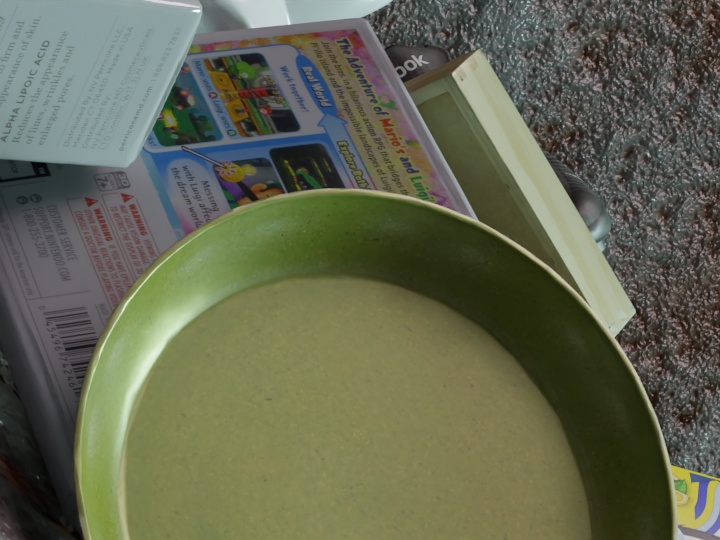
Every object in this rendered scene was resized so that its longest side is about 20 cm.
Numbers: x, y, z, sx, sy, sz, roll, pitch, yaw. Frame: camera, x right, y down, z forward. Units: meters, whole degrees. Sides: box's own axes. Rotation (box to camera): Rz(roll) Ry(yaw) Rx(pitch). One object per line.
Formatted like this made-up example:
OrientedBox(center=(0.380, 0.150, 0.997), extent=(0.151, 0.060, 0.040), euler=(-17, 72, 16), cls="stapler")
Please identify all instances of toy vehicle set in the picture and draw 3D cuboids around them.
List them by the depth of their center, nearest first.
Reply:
OrientedBox(center=(0.000, 0.000, 0.948), extent=(0.124, 0.200, 0.027), euler=(59, 39, -12), cls="toy vehicle set")

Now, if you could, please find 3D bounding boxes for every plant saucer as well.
OrientedBox(center=(0.004, 0.070, 0.721), extent=(0.200, 0.200, 0.031), euler=(45, -32, 3), cls="plant saucer")

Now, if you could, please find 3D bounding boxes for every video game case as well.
OrientedBox(center=(-0.045, -0.008, 0.805), extent=(0.182, 0.024, 0.200), euler=(-8, 51, -24), cls="video game case")

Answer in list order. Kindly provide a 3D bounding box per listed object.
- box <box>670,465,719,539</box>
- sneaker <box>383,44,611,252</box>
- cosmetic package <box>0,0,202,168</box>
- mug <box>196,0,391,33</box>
OrientedBox(center=(0.089, 0.116, 0.957), extent=(0.200, 0.070, 0.064), euler=(17, 37, -16), cls="box")
OrientedBox(center=(0.034, -0.053, 1.003), extent=(0.200, 0.066, 0.091), euler=(32, -26, 58), cls="sneaker")
OrientedBox(center=(-0.161, -0.093, 0.736), extent=(0.200, 0.074, 0.102), euler=(1, 37, -41), cls="cosmetic package")
OrientedBox(center=(-0.073, -0.127, 1.046), extent=(0.175, 0.200, 0.148), euler=(-110, -175, -62), cls="mug")
